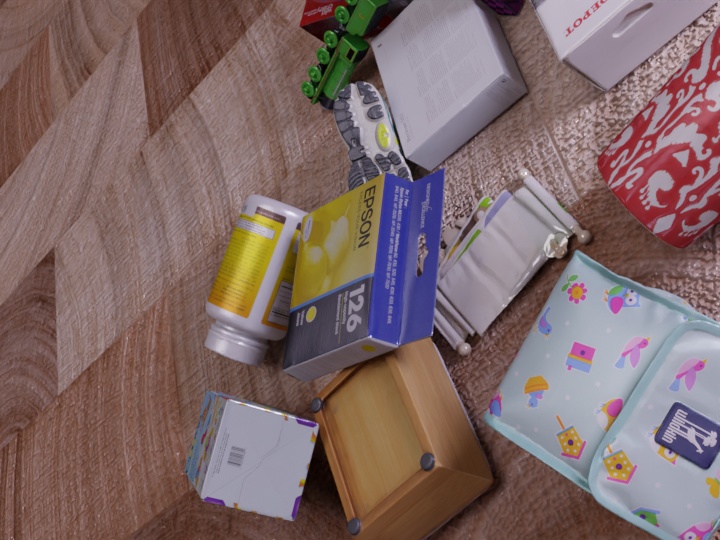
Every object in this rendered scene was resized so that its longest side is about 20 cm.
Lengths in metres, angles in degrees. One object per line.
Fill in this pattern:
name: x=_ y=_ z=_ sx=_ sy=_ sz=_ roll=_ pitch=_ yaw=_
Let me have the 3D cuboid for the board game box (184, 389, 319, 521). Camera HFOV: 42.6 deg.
board game box: x=-0.126 y=0.200 z=1.029 sx=0.200 sy=0.102 sz=0.106 roll=167 pitch=119 yaw=-74

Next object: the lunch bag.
lunch bag: x=0.225 y=0.104 z=0.735 sx=0.200 sy=0.122 sz=0.171 roll=34 pitch=97 yaw=41

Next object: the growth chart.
growth chart: x=0.134 y=-0.012 z=0.961 sx=0.200 sy=0.018 sz=0.145 roll=-48 pitch=44 yaw=22

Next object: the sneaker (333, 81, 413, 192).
sneaker: x=0.028 y=-0.125 z=1.087 sx=0.077 sy=0.080 sz=0.202 roll=-14 pitch=80 yaw=19

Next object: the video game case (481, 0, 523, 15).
video game case: x=0.135 y=-0.402 z=0.991 sx=0.036 sy=0.199 sz=0.182 roll=22 pitch=89 yaw=48

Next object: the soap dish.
soap dish: x=0.033 y=0.170 z=0.943 sx=0.157 sy=0.081 sz=0.201 roll=-45 pitch=46 yaw=25

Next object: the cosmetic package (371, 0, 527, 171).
cosmetic package: x=0.097 y=-0.240 z=1.075 sx=0.150 sy=0.051 sz=0.201 roll=-36 pitch=50 yaw=30

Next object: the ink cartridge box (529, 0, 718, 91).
ink cartridge box: x=0.243 y=-0.302 z=0.916 sx=0.147 sy=0.083 sz=0.201 roll=-39 pitch=48 yaw=31

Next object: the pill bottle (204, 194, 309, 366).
pill bottle: x=-0.126 y=0.014 z=1.164 sx=0.109 sy=0.109 sz=0.201 roll=19 pitch=87 yaw=49

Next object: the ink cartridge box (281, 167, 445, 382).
ink cartridge box: x=0.000 y=0.000 z=0.977 sx=0.199 sy=0.047 sz=0.199 roll=-27 pitch=47 yaw=45

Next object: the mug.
mug: x=0.310 y=-0.127 z=0.765 sx=0.134 sy=0.177 sz=0.200 roll=47 pitch=118 yaw=8

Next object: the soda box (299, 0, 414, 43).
soda box: x=0.010 y=-0.353 z=1.210 sx=0.199 sy=0.063 sz=0.071 roll=1 pitch=73 yaw=48

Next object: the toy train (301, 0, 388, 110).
toy train: x=-0.021 y=-0.283 z=1.185 sx=0.056 sy=0.042 sz=0.200 roll=43 pitch=139 yaw=9
